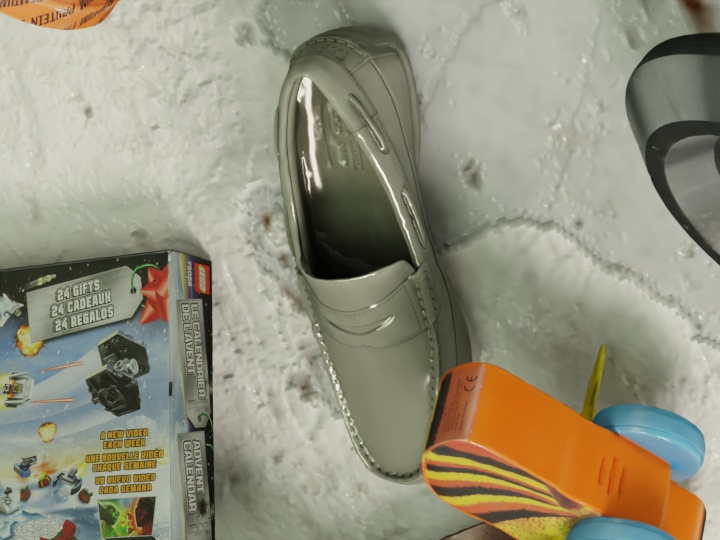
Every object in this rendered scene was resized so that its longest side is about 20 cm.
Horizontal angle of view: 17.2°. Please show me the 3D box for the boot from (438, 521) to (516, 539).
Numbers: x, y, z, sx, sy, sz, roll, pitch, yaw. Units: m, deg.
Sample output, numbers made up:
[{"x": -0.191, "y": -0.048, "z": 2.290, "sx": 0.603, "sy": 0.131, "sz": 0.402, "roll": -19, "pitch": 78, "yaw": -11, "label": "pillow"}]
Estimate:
[{"x": 0.029, "y": 0.219, "z": 1.051, "sx": 0.200, "sy": 0.072, "sz": 0.167, "roll": -34, "pitch": 77, "yaw": 20, "label": "boot"}]

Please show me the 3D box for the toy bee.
[{"x": 0.099, "y": 0.109, "z": 0.964, "sx": 0.200, "sy": 0.131, "sz": 0.109, "roll": 43, "pitch": 146, "yaw": -7, "label": "toy bee"}]

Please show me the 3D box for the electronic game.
[{"x": 0.181, "y": -0.017, "z": 0.849, "sx": 0.200, "sy": 0.200, "sz": 0.042, "roll": 32, "pitch": 76, "yaw": 12, "label": "electronic game"}]

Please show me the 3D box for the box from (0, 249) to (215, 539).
[{"x": -0.159, "y": 0.069, "z": 1.083, "sx": 0.200, "sy": 0.040, "sz": 0.137, "roll": -6, "pitch": 80, "yaw": 28, "label": "box"}]

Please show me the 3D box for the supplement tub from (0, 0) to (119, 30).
[{"x": -0.094, "y": -0.199, "z": 0.932, "sx": 0.123, "sy": 0.123, "sz": 0.200, "roll": 41, "pitch": 121, "yaw": 7, "label": "supplement tub"}]

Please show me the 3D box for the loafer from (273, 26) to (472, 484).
[{"x": 0.000, "y": 0.000, "z": 0.991, "sx": 0.070, "sy": 0.070, "sz": 0.200, "roll": -4, "pitch": 107, "yaw": 27, "label": "loafer"}]
